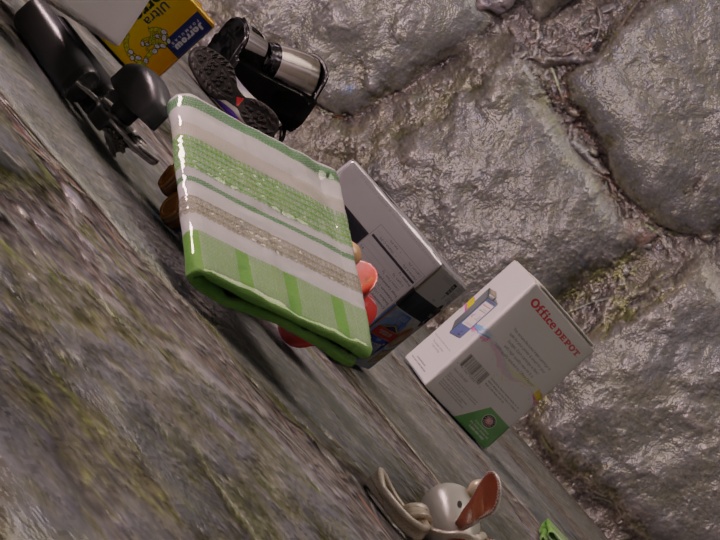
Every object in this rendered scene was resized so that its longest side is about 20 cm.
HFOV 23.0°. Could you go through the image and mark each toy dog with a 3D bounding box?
[{"bbox_3d":[0.104,0.185,1.152,0.200,0.096,0.132,51,3,39],"label":"toy dog"}]

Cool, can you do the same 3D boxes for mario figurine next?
[{"bbox_3d":[-0.053,-0.024,1.330,0.106,0.124,0.200,-11,-41,45],"label":"mario figurine"}]

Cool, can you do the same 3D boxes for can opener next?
[{"bbox_3d":[-0.199,-0.147,1.339,0.200,0.066,0.053,45,1,40],"label":"can opener"}]

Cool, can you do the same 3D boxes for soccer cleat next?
[{"bbox_3d":[-0.225,-0.298,3.011,0.200,0.068,0.073,44,-20,-16],"label":"soccer cleat"}]

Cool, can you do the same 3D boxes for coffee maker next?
[{"bbox_3d":[-0.185,-0.336,3.194,0.200,0.192,0.135,21,-3,-36],"label":"coffee maker"}]

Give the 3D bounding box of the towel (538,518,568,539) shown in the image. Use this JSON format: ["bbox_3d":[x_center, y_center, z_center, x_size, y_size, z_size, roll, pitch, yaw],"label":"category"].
[{"bbox_3d":[0.277,0.375,2.047,0.200,0.031,0.149,47,0,6],"label":"towel"}]

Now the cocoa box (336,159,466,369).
[{"bbox_3d":[0.000,0.000,1.660,0.133,0.131,0.200,50,3,11],"label":"cocoa box"}]

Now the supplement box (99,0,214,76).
[{"bbox_3d":[-0.275,-0.324,1.999,0.200,0.109,0.109,47,4,-24],"label":"supplement box"}]

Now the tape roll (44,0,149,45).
[{"bbox_3d":[-0.253,-0.258,1.368,0.202,0.071,0.202,34,0,0],"label":"tape roll"}]

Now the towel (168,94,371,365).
[{"bbox_3d":[-0.068,-0.029,1.215,0.149,0.031,0.200,26,32,-28],"label":"towel"}]

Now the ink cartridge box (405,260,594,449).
[{"bbox_3d":[0.184,0.110,2.322,0.145,0.200,0.088,47,3,-28],"label":"ink cartridge box"}]
